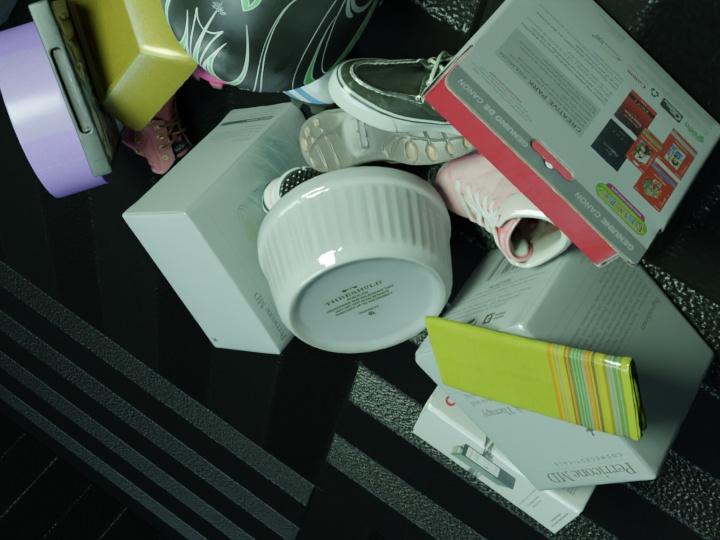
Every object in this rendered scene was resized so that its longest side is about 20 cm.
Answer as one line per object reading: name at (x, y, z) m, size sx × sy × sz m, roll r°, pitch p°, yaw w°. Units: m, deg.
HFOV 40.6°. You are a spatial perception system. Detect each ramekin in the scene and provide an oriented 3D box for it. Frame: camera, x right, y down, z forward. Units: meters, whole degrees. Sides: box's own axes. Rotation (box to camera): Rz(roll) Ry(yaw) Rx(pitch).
ramekin at (0.000, 0.000, 0.962) m, size 0.201 × 0.094 × 0.203 m, roll -7°, pitch 143°, yaw -5°

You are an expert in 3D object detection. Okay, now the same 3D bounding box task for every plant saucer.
plant saucer at (-0.253, -0.268, 1.021) m, size 0.200 × 0.048 × 0.201 m, roll -26°, pitch 81°, yaw 56°

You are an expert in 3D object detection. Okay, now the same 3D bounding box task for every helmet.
helmet at (-0.077, -0.247, 0.832) m, size 0.200 × 0.200 × 0.191 m, roll 42°, pitch 131°, yaw -4°

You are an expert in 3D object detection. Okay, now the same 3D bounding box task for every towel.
towel at (0.149, 0.088, 0.848) m, size 0.199 × 0.018 × 0.086 m, roll 12°, pitch 132°, yaw 37°

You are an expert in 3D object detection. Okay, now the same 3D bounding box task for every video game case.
video game case at (-0.308, -0.210, 1.070) m, size 0.200 × 0.025 × 0.181 m, roll -122°, pitch 15°, yaw -69°

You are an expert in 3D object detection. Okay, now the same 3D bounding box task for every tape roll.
tape roll at (-0.356, -0.190, 1.139) m, size 0.200 × 0.065 × 0.201 m, roll 163°, pitch 90°, yaw -87°

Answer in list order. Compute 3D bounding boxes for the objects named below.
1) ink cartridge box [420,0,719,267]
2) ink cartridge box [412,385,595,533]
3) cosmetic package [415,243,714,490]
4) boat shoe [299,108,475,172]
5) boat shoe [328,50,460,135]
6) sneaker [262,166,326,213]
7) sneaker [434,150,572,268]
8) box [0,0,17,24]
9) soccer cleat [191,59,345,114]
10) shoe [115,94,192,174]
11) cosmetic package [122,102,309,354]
ink cartridge box at (0.156, -0.110, 0.753) m, size 0.200 × 0.176 × 0.084 m, roll 43°, pitch 148°, yaw -4°
ink cartridge box at (0.182, 0.172, 1.102) m, size 0.200 × 0.146 × 0.084 m, roll 35°, pitch 149°, yaw 9°
cosmetic package at (0.201, 0.083, 0.954) m, size 0.200 × 0.166 × 0.167 m, roll 47°, pitch 146°, yaw -12°
boat shoe at (0.039, -0.139, 0.944) m, size 0.199 × 0.072 × 0.076 m, roll 0°, pitch 102°, yaw 28°
boat shoe at (0.074, -0.158, 0.835) m, size 0.199 × 0.071 × 0.064 m, roll 8°, pitch 146°, yaw -10°
sneaker at (-0.013, -0.065, 1.035) m, size 0.199 × 0.074 × 0.080 m, roll 18°, pitch 172°, yaw -30°
sneaker at (0.131, -0.059, 0.911) m, size 0.200 × 0.105 × 0.075 m, roll 5°, pitch 136°, yaw 45°
box at (-0.494, -0.330, 1.157) m, size 0.097 × 0.177 × 0.200 m, roll 48°, pitch 147°, yaw -13°
soccer cleat at (-0.097, -0.225, 0.988) m, size 0.199 × 0.070 × 0.087 m, roll 18°, pitch 133°, yaw 23°
shoe at (-0.239, -0.182, 1.181) m, size 0.091 × 0.072 × 0.200 m, roll 45°, pitch 153°, yaw -11°
cosmetic package at (-0.119, -0.047, 1.094) m, size 0.123 × 0.200 × 0.200 m, roll 3°, pitch 133°, yaw 45°
